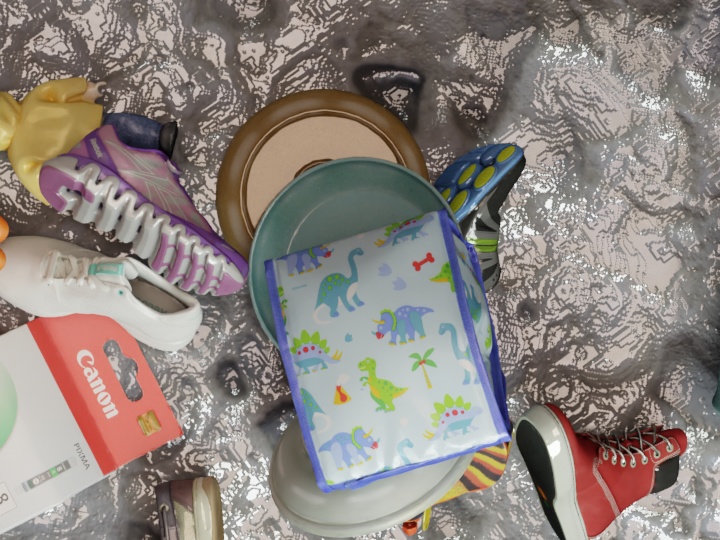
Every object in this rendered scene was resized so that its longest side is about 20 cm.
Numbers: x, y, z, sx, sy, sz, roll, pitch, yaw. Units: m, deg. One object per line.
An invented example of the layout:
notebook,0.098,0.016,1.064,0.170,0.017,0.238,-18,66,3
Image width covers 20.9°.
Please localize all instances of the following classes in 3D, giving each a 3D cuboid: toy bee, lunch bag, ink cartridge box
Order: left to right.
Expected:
ink cartridge box,-0.283,0.126,1.751,0.200,0.050,0.161,-27,92,-3
lunch bag,0.028,0.073,1.632,0.170,0.127,0.200,-18,65,13
toy bee,0.055,0.183,1.763,0.131,0.200,0.109,-48,126,-37

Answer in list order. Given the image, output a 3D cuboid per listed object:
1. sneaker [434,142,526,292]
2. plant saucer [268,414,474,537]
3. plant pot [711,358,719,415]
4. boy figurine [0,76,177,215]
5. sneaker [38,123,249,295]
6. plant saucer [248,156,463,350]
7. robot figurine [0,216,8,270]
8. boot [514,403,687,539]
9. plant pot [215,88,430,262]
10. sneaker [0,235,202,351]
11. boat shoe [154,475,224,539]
sneaker,0.096,-0.026,1.779,0.083,0.071,0.200,25,92,-34
plant saucer,0.005,0.142,1.705,0.200,0.200,0.050,-30,125,-5
plant pot,0.412,0.063,1.753,0.200,0.200,0.188,18,103,-5
boy figurine,-0.268,-0.114,1.746,0.200,0.064,0.124,10,89,-4
sneaker,-0.175,-0.058,1.690,0.200,0.080,0.088,34,57,-4
plant saucer,0.000,0.000,1.734,0.200,0.036,0.200,-1,85,15
robot figurine,-0.399,0.006,1.688,0.200,0.117,0.144,-28,78,21
boot,0.221,0.156,1.741,0.144,0.200,0.072,-30,52,-6
plant pot,-0.032,-0.068,1.786,0.200,0.027,0.200,0,89,-6
sneaker,-0.234,0.007,1.728,0.200,0.088,0.075,17,68,-8
boat shoe,-0.156,0.284,1.752,0.065,0.072,0.200,0,93,7
